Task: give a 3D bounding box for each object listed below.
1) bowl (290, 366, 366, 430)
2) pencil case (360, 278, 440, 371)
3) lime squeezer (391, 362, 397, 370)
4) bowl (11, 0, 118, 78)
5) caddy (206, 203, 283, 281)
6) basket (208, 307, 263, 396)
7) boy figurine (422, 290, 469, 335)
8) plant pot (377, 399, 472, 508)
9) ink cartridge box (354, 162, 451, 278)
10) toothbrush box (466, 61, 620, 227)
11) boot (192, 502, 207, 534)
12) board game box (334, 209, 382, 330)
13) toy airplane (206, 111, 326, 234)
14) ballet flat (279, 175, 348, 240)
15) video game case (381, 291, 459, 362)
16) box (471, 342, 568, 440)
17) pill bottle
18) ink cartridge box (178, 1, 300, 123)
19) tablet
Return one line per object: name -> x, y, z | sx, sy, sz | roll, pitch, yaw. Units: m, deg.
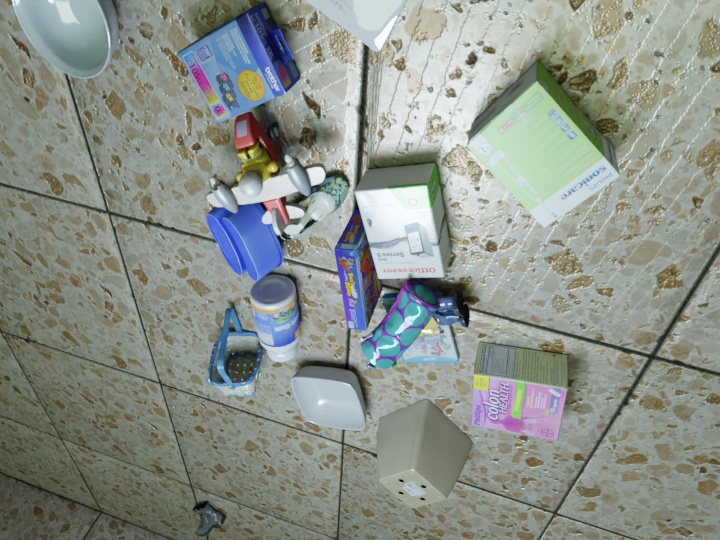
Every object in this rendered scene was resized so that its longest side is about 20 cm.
bowl -> -0.078, 0.336, 1.428 | 0.193, 0.076, 0.204 | 1, 127, 20
pencil case -> 0.076, 0.112, 1.078 | 0.090, 0.086, 0.202 | 26, 120, -17
lime squeezer -> 0.064, 0.174, 1.227 | 0.037, 0.071, 0.199 | 39, 175, -23
bowl -> -0.509, -0.464, 0.945 | 0.194, 0.091, 0.206 | 12, 131, 14
caddy -> -0.242, -0.079, 1.143 | 0.139, 0.105, 0.204 | 16, 137, 42
basket -> -0.329, 0.223, 1.380 | 0.134, 0.181, 0.203 | -5, 141, 7
boy figurine -> 0.131, 0.095, 1.131 | 0.195, 0.065, 0.126 | -14, 124, 27
plant pot -> 0.153, 0.501, 1.398 | 0.199, 0.179, 0.198 | 43, 131, -16
ink cartridge box -> 0.087, -0.089, 1.009 | 0.141, 0.085, 0.204 | -1, 127, 23
toothbrush box -> 0.288, -0.194, 0.840 | 0.199, 0.087, 0.145 | 41, 131, -12
boot -> -0.677, 1.064, 2.279 | 0.199, 0.070, 0.132 | -38, 105, 28
board game box -> 0.000, 0.000, 1.082 | 0.043, 0.136, 0.205 | 5, 130, 17
toy airplane -> -0.183, -0.160, 0.985 | 0.196, 0.142, 0.203 | 33, 118, -1
ballet flat -> -0.100, -0.118, 1.073 | 0.074, 0.075, 0.198 | 44, 130, -17
video game case -> 0.140, 0.135, 1.214 | 0.139, 0.018, 0.204 | -4, 125, 24
box -> 0.354, 0.272, 1.184 | 0.193, 0.098, 0.180 | 7, 130, 18
pill bottle -> -0.200, 0.123, 1.280 | 0.108, 0.113, 0.205 | 9, 131, 14
ink cartridge box -> -0.196, -0.361, 0.913 | 0.195, 0.077, 0.139 | -13, 122, 28
tablet -> -0.023, -0.449, 0.810 | 0.197, 0.014, 0.131 | 33, 132, -6
